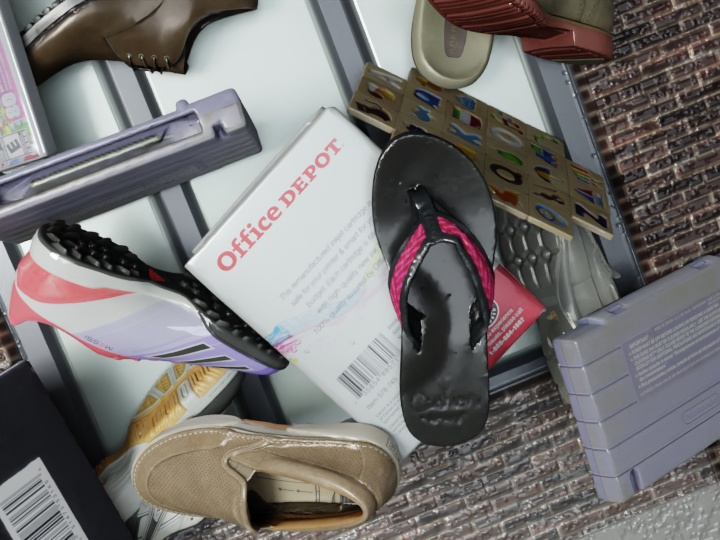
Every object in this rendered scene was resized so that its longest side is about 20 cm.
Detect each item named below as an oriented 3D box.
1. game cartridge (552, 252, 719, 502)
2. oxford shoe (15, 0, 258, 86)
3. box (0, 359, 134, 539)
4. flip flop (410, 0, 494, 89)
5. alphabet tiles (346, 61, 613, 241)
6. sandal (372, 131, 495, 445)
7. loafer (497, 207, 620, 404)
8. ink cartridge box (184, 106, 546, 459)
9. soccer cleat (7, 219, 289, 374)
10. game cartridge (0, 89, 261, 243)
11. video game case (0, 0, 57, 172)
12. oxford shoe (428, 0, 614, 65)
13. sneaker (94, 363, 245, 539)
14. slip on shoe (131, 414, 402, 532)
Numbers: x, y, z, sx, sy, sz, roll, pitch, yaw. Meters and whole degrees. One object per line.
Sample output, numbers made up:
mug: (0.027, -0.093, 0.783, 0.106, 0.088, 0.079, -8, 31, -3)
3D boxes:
game cartridge: (0.236, 0.071, 0.775, 0.199, 0.038, 0.130, -22, 94, -30)
oxford shoe: (-0.165, -0.171, 0.743, 0.199, 0.073, 0.085, -26, 100, 0)
box: (-0.279, 0.199, 0.713, 0.198, 0.123, 0.201, -24, 98, 32)
flip flop: (0.072, -0.235, 0.755, 0.081, 0.058, 0.201, 4, 91, -4)
alphabet tiles: (0.087, -0.087, 0.727, 0.199, 0.167, 0.006, 25, 120, -6)
sandal: (0.051, 0.015, 0.635, 0.075, 0.045, 0.201, -6, 99, 1)
loafer: (0.162, 0.007, 0.793, 0.070, 0.070, 0.201, -23, 97, -37)
ink cartridge box: (0.000, 0.000, 0.735, 0.200, 0.145, 0.145, 43, 94, -9)
soccer cleat: (-0.144, 0.036, 0.720, 0.199, 0.068, 0.073, 25, 109, -25)
game cartridge: (-0.170, -0.070, 0.717, 0.199, 0.130, 0.039, -21, 93, -1)
video game case: (-0.324, -0.125, 0.733, 0.199, 0.018, 0.144, -14, 98, 18)
oxford shoe: (0.112, -0.203, 0.725, 0.200, 0.070, 0.075, 10, 88, -48)
sneaker: (-0.141, 0.146, 0.790, 0.088, 0.076, 0.200, 36, 98, -21)
slip on shoe: (-0.072, 0.144, 0.690, 0.199, 0.061, 0.076, -3, 117, 19)
